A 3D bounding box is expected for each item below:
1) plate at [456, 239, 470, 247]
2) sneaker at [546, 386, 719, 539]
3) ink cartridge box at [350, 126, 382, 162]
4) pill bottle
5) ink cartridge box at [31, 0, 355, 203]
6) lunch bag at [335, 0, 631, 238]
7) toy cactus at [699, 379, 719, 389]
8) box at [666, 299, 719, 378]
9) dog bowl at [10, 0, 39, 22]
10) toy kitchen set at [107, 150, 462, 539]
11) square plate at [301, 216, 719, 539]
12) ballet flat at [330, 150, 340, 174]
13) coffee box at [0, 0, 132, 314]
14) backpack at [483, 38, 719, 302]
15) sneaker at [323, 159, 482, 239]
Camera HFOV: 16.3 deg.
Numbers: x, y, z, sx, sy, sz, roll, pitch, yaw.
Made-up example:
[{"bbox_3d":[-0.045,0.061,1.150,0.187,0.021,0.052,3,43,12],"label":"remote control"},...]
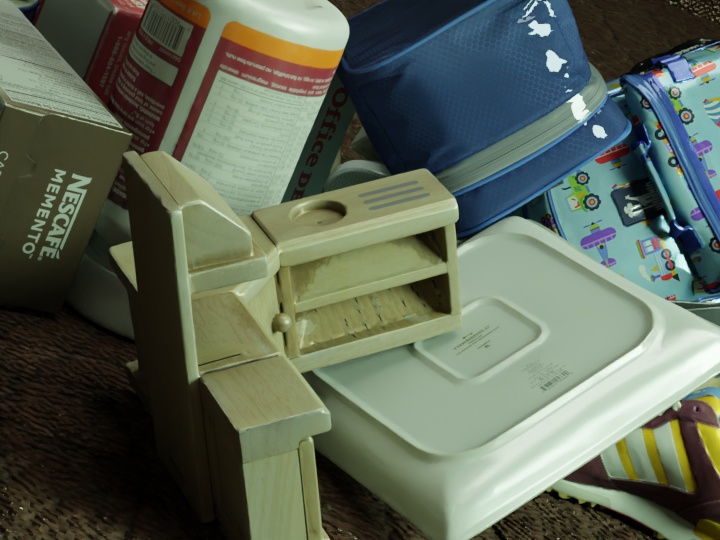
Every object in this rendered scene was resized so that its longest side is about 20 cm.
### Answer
[{"bbox_3d":[0.000,0.000,1.491,0.199,0.026,0.200,-3,-1,0],"label":"plate"},{"bbox_3d":[0.162,0.094,1.416,0.200,0.090,0.075,25,16,5],"label":"sneaker"},{"bbox_3d":[0.103,-0.062,1.754,0.196,0.043,0.200,31,-10,-9],"label":"ink cartridge box"},{"bbox_3d":[-0.090,-0.066,1.374,0.109,0.200,0.110,22,16,-6],"label":"pill bottle"},{"bbox_3d":[-0.111,-0.093,1.535,0.200,0.145,0.083,10,21,-40],"label":"ink cartridge box"},{"bbox_3d":[0.069,-0.102,1.479,0.133,0.136,0.200,61,2,-14],"label":"lunch bag"},{"bbox_3d":[0.234,0.067,1.652,0.165,0.102,0.200,-18,43,-40],"label":"toy cactus"},{"bbox_3d":[0.100,0.038,1.456,0.200,0.044,0.160,3,3,33],"label":"box"},{"bbox_3d":[-0.316,-0.180,1.652,0.200,0.079,0.200,22,15,-6],"label":"dog bowl"},{"bbox_3d":[-0.014,0.007,1.194,0.180,0.164,0.200,-15,30,-17],"label":"toy kitchen set"},{"bbox_3d":[0.066,0.045,1.312,0.200,0.029,0.198,-31,36,-21],"label":"square plate"},{"bbox_3d":[-0.041,-0.093,1.785,0.069,0.070,0.200,23,15,-3],"label":"ballet flat"},{"bbox_3d":[-0.214,-0.073,1.387,0.080,0.115,0.200,13,20,-33],"label":"coffee box"},{"bbox_3d":[0.184,-0.043,1.577,0.199,0.183,0.135,-17,-9,-20],"label":"backpack"},{"bbox_3d":[0.073,-0.030,1.729,0.200,0.073,0.071,26,19,8],"label":"sneaker"}]
